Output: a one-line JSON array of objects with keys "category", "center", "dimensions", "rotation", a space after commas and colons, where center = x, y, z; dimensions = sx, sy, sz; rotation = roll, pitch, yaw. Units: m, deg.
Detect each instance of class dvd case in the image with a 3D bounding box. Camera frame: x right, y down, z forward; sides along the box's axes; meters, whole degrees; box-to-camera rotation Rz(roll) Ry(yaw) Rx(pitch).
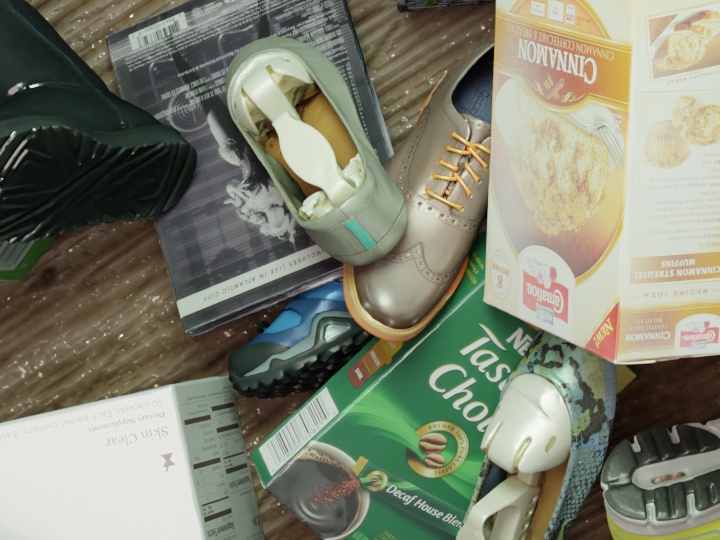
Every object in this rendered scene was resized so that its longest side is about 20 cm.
[{"category": "dvd case", "center": [-0.059, -0.077, 1.758], "dimensions": [0.148, 0.016, 0.201], "rotation": [-22, 67, 12]}]

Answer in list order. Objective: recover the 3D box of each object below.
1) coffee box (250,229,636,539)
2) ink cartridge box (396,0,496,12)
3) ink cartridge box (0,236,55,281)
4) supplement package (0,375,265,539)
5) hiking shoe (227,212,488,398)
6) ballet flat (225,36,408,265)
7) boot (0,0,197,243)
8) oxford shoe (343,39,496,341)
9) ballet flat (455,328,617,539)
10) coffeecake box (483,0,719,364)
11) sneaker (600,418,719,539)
[{"category": "coffee box", "center": [0.048, 0.084, 1.729], "dimensions": [0.200, 0.044, 0.123], "rotation": [-42, 117, 7]}, {"category": "ink cartridge box", "center": [0.079, -0.197, 1.660], "dimensions": [0.108, 0.200, 0.051], "rotation": [-8, 81, -7]}, {"category": "ink cartridge box", "center": [-0.278, -0.073, 1.785], "dimensions": [0.200, 0.104, 0.059], "rotation": [36, 96, 9]}, {"category": "supplement package", "center": [-0.174, 0.137, 1.740], "dimensions": [0.199, 0.156, 0.111], "rotation": [-13, 88, 9]}, {"category": "hiking shoe", "center": [0.000, 0.000, 1.760], "dimensions": [0.200, 0.074, 0.087], "rotation": [-33, 74, 0]}, {"category": "ballet flat", "center": [-0.034, -0.082, 1.677], "dimensions": [0.067, 0.064, 0.200], "rotation": [-41, 47, 7]}, {"category": "boot", "center": [-0.209, -0.094, 1.711], "dimensions": [0.168, 0.200, 0.077], "rotation": [38, 114, 27]}, {"category": "oxford shoe", "center": [0.045, -0.052, 1.677], "dimensions": [0.071, 0.073, 0.201], "rotation": [25, 59, -5]}, {"category": "ballet flat", "center": [0.092, 0.118, 1.686], "dimensions": [0.074, 0.074, 0.201], "rotation": [16, 113, 10]}, {"category": "coffeecake box", "center": [0.133, -0.066, 1.595], "dimensions": [0.073, 0.153, 0.201], "rotation": [-4, 103, -25]}, {"category": "sneaker", "center": [0.230, 0.121, 1.715], "dimensions": [0.199, 0.090, 0.078], "rotation": [-8, 56, -8]}]
